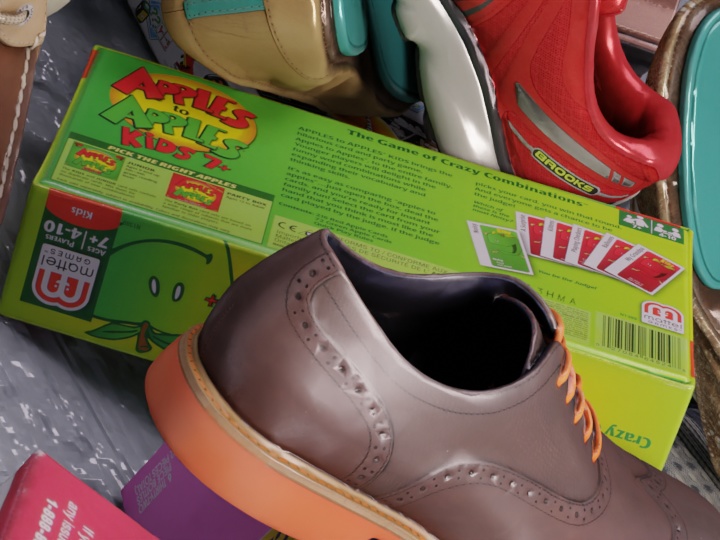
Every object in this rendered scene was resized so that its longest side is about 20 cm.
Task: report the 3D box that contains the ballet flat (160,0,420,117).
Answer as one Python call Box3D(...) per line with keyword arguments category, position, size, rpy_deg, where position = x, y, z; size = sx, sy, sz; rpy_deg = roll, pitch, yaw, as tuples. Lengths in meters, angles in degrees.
Box3D(category="ballet flat", position=(-0.020, -0.086, 0.944), size=(0.200, 0.063, 0.069), rpy_deg=(13, 70, -79))

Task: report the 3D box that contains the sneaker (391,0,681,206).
Box3D(category="sneaker", position=(0.050, -0.109, 0.891), size=(0.200, 0.085, 0.077), rpy_deg=(66, 27, -27))

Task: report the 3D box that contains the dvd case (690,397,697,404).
Box3D(category="dvd case", position=(0.150, -0.011, 1.163), size=(0.142, 0.018, 0.200), rpy_deg=(6, 36, -16))

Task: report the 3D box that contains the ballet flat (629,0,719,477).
Box3D(category="ballet flat", position=(0.124, 0.000, 0.983), size=(0.070, 0.065, 0.201), rpy_deg=(-28, 111, -31))

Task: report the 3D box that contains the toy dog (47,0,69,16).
Box3D(category="toy dog", position=(-0.155, -0.154, 0.852), size=(0.200, 0.139, 0.194), rpy_deg=(32, 38, -26))

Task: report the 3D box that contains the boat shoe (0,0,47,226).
Box3D(category="boat shoe", position=(-0.118, -0.095, 0.775), size=(0.076, 0.201, 0.072), rpy_deg=(-3, 7, -26))

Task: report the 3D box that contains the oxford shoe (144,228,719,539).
Box3D(category="oxford shoe", position=(0.042, 0.048, 0.747), size=(0.200, 0.073, 0.071), rpy_deg=(23, 30, -39))

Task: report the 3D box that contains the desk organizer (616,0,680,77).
Box3D(category="desk organizer", position=(0.099, -0.130, 1.164), size=(0.072, 0.077, 0.200), rpy_deg=(19, 2, 2))

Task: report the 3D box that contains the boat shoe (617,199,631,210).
Box3D(category="boat shoe", position=(0.097, -0.034, 1.051), size=(0.200, 0.073, 0.062), rpy_deg=(-50, 125, -42))

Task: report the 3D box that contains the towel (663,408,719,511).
Box3D(category="towel", position=(0.178, 0.132, 1.050), size=(0.200, 0.035, 0.192), rpy_deg=(54, 23, 24))

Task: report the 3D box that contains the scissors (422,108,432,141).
Box3D(category="scissors", position=(0.053, -0.141, 1.075), size=(0.073, 0.014, 0.201), rpy_deg=(14, 73, -47))

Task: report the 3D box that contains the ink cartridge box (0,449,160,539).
Box3D(category="ink cartridge box", position=(-0.030, 0.156, 0.618), size=(0.200, 0.086, 0.148), rpy_deg=(36, 26, -14))

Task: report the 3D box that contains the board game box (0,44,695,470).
Box3D(category="board game box", position=(0.000, 0.000, 0.863), size=(0.199, 0.048, 0.102), rpy_deg=(17, 28, -3))

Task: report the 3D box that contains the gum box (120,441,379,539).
Box3D(category="gum box", position=(0.036, 0.116, 0.801), size=(0.200, 0.066, 0.114), rpy_deg=(27, 29, -32))

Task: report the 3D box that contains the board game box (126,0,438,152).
Box3D(category="board game box", position=(-0.001, -0.072, 1.075), size=(0.200, 0.035, 0.126), rpy_deg=(13, 40, -48))
